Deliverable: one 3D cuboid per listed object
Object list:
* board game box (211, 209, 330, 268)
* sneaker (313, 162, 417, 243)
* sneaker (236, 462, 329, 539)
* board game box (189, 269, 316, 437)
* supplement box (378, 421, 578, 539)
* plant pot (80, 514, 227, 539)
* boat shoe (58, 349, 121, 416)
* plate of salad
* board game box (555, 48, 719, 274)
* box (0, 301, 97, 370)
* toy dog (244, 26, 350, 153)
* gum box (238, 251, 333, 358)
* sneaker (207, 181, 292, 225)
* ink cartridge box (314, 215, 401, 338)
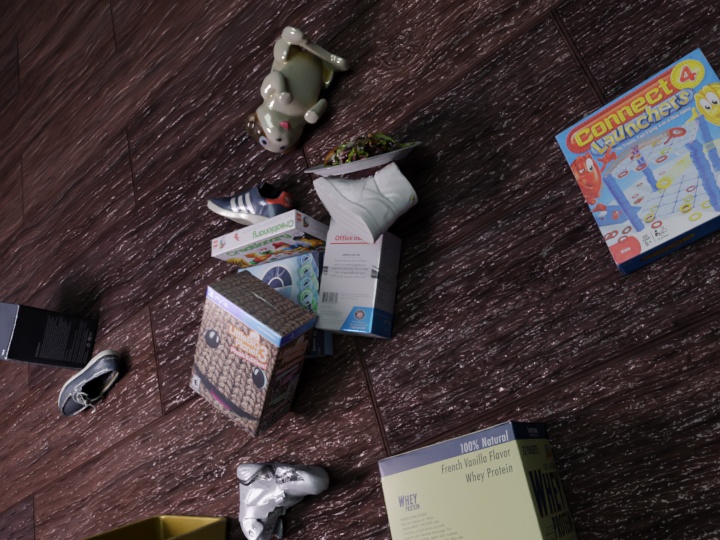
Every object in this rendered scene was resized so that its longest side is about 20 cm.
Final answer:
[{"bbox_3d":[-0.150,-0.048,1.066,0.195,0.125,0.036,-16,68,32],"label":"board game box"},{"bbox_3d":[0.011,-0.119,0.935,0.115,0.075,0.199,-37,39,-11],"label":"sneaker"},{"bbox_3d":[-0.127,0.374,0.975,0.196,0.074,0.119,-11,72,38],"label":"sneaker"},{"bbox_3d":[-0.180,0.134,0.995,0.157,0.096,0.205,29,118,21],"label":"board game box"},{"bbox_3d":[0.150,0.315,0.751,0.196,0.133,0.206,-25,65,28],"label":"supplement box"},{"bbox_3d":[-0.349,0.546,1.025,0.190,0.193,0.207,-12,80,32],"label":"plant pot"},{"bbox_3d":[-0.599,0.263,1.342,0.199,0.075,0.062,-41,47,10],"label":"boat shoe"},{"bbox_3d":[0.002,-0.189,0.959,0.195,0.199,0.050,-4,105,34],"label":"plate of salad"},{"bbox_3d":[0.375,-0.132,0.756,0.197,0.055,0.201,-30,63,26],"label":"board game box"},{"bbox_3d":[-0.759,0.151,1.406,0.195,0.195,0.128,2,78,34],"label":"box"},{"bbox_3d":[-0.140,-0.323,1.127,0.192,0.137,0.205,25,92,50],"label":"toy dog"},{"bbox_3d":[-0.138,0.071,1.077,0.195,0.044,0.176,-12,72,34],"label":"gum box"},{"bbox_3d":[-0.208,-0.132,1.166,0.195,0.075,0.087,15,88,27],"label":"sneaker"},{"bbox_3d":[0.000,0.000,0.982,0.113,0.067,0.207,1,79,34],"label":"ink cartridge box"}]
